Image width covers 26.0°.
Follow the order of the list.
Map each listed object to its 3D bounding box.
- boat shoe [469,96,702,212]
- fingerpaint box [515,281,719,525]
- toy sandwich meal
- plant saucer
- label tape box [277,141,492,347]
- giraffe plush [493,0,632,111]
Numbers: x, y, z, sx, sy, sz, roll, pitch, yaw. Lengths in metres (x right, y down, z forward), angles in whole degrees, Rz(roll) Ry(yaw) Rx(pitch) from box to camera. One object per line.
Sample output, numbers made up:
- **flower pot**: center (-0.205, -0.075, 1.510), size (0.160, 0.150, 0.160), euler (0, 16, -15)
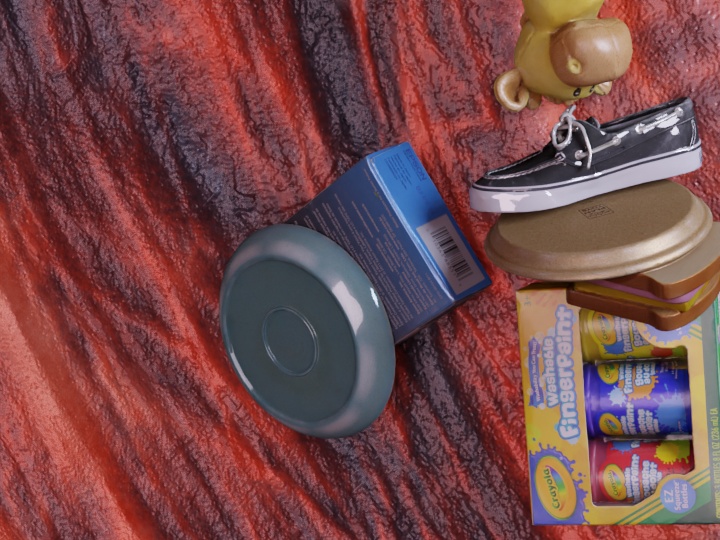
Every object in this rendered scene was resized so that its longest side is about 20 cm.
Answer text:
- **boat shoe**: center (0.181, -0.097, 1.268), size (0.197, 0.074, 0.069), euler (-12, 107, -1)
- **fingerpaint box**: center (0.223, 0.108, 1.310), size (0.165, 0.073, 0.202), euler (-3, 94, 18)
- **toy sandwich meal**: center (0.200, -0.015, 1.258), size (0.203, 0.205, 0.071), euler (-4, 114, 18)
- **plant saucer**: center (-0.056, 0.059, 1.377), size (0.199, 0.027, 0.202), euler (17, 118, 35)
- **label tape box**: center (0.000, 0.000, 1.367), size (0.200, 0.063, 0.145), euler (-35, 84, 43)
- **giraffe plush**: center (0.163, -0.211, 1.253), size (0.171, 0.200, 0.164), euler (-5, 100, -7)
